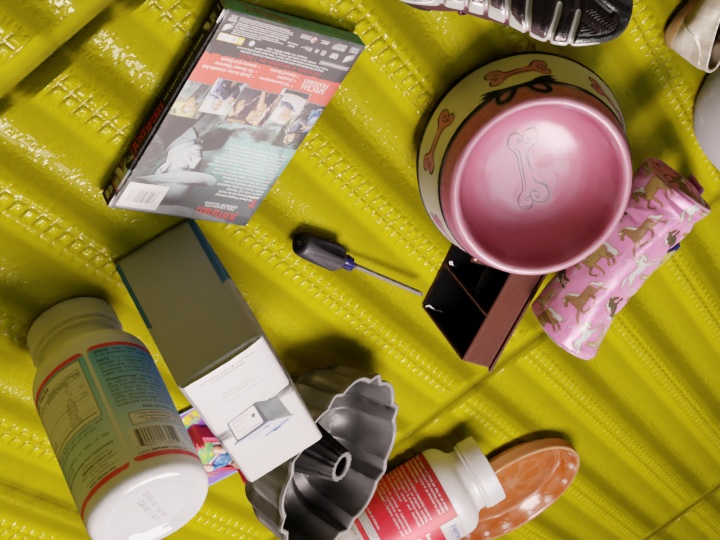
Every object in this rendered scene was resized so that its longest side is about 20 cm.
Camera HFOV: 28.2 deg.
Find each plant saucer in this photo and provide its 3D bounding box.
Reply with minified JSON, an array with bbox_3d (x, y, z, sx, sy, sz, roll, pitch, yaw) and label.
[{"bbox_3d":[0.199,0.288,1.897,0.198,0.032,0.201,-22,146,-16],"label":"plant saucer"}]

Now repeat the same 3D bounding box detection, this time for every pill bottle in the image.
[{"bbox_3d":[-0.210,0.123,1.201,0.108,0.201,0.109,-21,145,-15],"label":"pill bottle"},{"bbox_3d":[0.069,0.286,1.716,0.199,0.113,0.113,-30,147,-3],"label":"pill bottle"}]

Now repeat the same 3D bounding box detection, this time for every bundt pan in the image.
[{"bbox_3d":[-0.047,0.188,1.481,0.201,0.075,0.204,-37,138,-42],"label":"bundt pan"}]

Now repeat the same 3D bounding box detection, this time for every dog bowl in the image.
[{"bbox_3d":[0.152,-0.086,1.265,0.197,0.074,0.202,-4,116,-8],"label":"dog bowl"}]

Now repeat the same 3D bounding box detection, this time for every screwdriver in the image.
[{"bbox_3d":[0.000,0.000,1.375,0.029,0.028,0.199,-13,158,30],"label":"screwdriver"}]

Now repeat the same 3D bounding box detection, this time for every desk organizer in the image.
[{"bbox_3d":[0.131,0.001,1.420,0.076,0.072,0.201,14,130,-12],"label":"desk organizer"}]

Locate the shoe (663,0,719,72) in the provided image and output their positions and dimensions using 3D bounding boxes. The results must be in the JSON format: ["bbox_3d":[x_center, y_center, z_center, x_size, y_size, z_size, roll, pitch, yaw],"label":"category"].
[{"bbox_3d":[0.349,-0.268,1.292,0.069,0.054,0.201,-3,137,-37],"label":"shoe"}]

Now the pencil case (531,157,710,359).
[{"bbox_3d":[0.249,-0.012,1.371,0.201,0.082,0.087,-55,-178,19],"label":"pencil case"}]

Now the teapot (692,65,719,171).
[{"bbox_3d":[0.442,-0.150,1.435,0.199,0.147,0.198,12,126,-45],"label":"teapot"}]

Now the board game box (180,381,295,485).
[{"bbox_3d":[-0.138,0.188,1.487,0.198,0.039,0.159,-27,146,-10],"label":"board game box"}]

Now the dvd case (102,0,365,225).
[{"bbox_3d":[-0.102,-0.120,1.144,0.145,0.022,0.201,6,130,-43],"label":"dvd case"}]

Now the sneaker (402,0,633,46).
[{"bbox_3d":[0.103,-0.220,1.088,0.198,0.116,0.077,14,96,-6],"label":"sneaker"}]

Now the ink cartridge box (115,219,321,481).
[{"bbox_3d":[-0.122,0.074,1.260,0.085,0.147,0.201,-32,147,-3],"label":"ink cartridge box"}]

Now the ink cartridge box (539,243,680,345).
[{"bbox_3d":[0.288,-0.005,1.518,0.200,0.047,0.197,-40,171,15],"label":"ink cartridge box"}]
